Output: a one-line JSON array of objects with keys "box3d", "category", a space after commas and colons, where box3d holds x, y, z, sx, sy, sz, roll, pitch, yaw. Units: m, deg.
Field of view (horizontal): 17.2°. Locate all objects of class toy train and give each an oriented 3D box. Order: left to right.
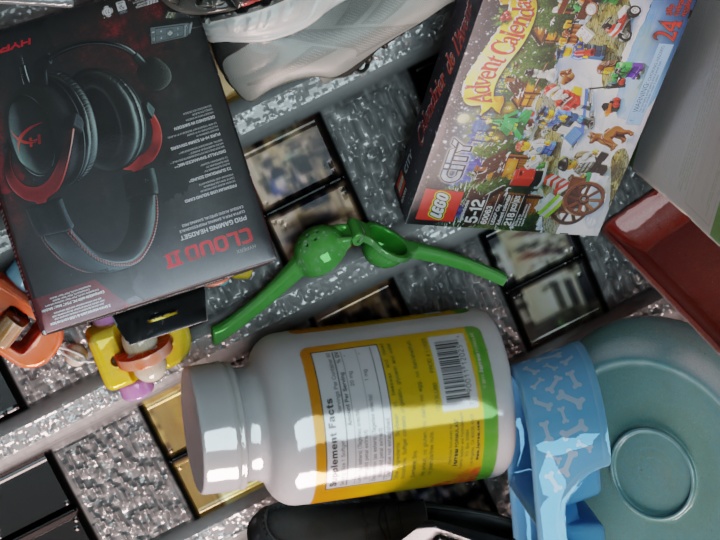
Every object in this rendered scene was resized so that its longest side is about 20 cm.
[{"box3d": [-0.154, 0.005, 1.486, 0.200, 0.056, 0.150, -46, 113, 4], "category": "toy train"}]

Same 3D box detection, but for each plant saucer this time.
[{"box3d": [0.196, 0.130, 1.558, 0.027, 0.200, 0.201, -24, 120, -50], "category": "plant saucer"}, {"box3d": [0.277, -0.031, 1.510, 0.199, 0.200, 0.037, -34, 121, -1], "category": "plant saucer"}]

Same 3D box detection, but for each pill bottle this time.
[{"box3d": [-0.010, 0.090, 1.522, 0.199, 0.111, 0.111, -7, 110, -12], "category": "pill bottle"}]

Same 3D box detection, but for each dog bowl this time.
[{"box3d": [0.127, 0.147, 1.525, 0.049, 0.111, 0.201, -8, 104, -7], "category": "dog bowl"}]

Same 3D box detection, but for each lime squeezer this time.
[{"box3d": [0.000, 0.000, 1.534, 0.199, 0.038, 0.071, -12, 111, -11], "category": "lime squeezer"}]

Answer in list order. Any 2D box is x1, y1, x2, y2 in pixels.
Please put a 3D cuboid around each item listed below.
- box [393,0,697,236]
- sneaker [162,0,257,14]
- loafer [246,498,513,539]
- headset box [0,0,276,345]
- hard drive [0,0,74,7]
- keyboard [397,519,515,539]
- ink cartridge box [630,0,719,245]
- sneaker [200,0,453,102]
[{"box3d": [0.113, -0.110, 1.481, 0.136, 0.038, 0.200, 2, 132, -19], "category": "box"}, {"box3d": [-0.044, -0.214, 1.409, 0.200, 0.098, 0.071, -39, 102, -15], "category": "sneaker"}, {"box3d": [0.023, 0.177, 1.577, 0.200, 0.068, 0.070, 10, 136, -23], "category": "loafer"}, {"box3d": [-0.145, -0.058, 1.423, 0.148, 0.075, 0.201, -17, 92, -8], "category": "headset box"}, {"box3d": [-0.268, -0.183, 1.345, 0.199, 0.140, 0.033, 2, 109, -15], "category": "hard drive"}, {"box3d": [0.033, 0.228, 1.574, 0.127, 0.021, 0.200, 17, 137, -32], "category": "keyboard"}, {"box3d": [0.232, -0.098, 1.444, 0.048, 0.200, 0.146, 9, 107, -18], "category": "ink cartridge box"}, {"box3d": [0.001, -0.163, 1.467, 0.200, 0.074, 0.080, -18, 122, -2], "category": "sneaker"}]
